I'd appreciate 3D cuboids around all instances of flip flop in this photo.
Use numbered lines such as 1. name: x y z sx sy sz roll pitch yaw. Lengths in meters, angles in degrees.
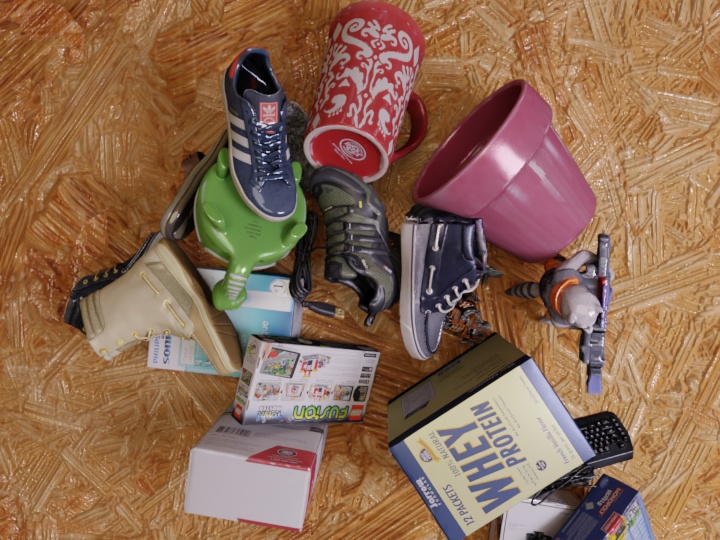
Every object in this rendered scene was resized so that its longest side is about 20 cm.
1. flip flop: -0.222 -0.126 0.735 0.057 0.081 0.200 20 59 9

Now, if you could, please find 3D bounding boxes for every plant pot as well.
1. plant pot: 0.198 -0.113 0.707 0.179 0.200 0.200 38 93 -14

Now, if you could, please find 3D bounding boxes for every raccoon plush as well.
1. raccoon plush: -0.061 -0.150 0.734 0.200 0.134 0.097 40 92 1

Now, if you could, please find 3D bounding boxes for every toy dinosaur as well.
1. toy dinosaur: 0.116 0.026 0.739 0.136 0.102 0.200 -49 133 8

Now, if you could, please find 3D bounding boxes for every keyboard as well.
1. keyboard: 0.279 0.255 0.747 0.199 0.104 0.040 -17 131 3

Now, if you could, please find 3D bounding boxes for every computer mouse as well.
1. computer mouse: 0.000 0.000 0.738 0.199 0.046 0.141 14 75 -18

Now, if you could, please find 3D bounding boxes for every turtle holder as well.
1. turtle holder: -0.141 -0.052 0.694 0.141 0.132 0.186 -14 78 -30

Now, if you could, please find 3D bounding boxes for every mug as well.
1. mug: 0.022 -0.216 0.695 0.177 0.133 0.201 20 62 -13

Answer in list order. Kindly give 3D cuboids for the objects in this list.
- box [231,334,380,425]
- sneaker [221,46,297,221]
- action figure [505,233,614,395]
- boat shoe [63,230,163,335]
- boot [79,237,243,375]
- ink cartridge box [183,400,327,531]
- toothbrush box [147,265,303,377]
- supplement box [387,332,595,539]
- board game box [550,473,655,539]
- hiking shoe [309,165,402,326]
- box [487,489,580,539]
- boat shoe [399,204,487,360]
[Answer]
1. box: -0.068 0.151 0.731 0.200 0.035 0.110 13 93 -40
2. sneaker: -0.111 -0.158 0.615 0.075 0.084 0.201 -15 86 -31
3. action figure: 0.259 0.054 0.695 0.104 0.193 0.201 0 92 4
4. boat shoe: -0.355 0.014 0.784 0.091 0.071 0.201 30 95 -3
5. boot: -0.258 0.079 0.694 0.155 0.073 0.200 -35 83 0
6. ink cartridge box: -0.126 0.245 0.717 0.146 0.200 0.083 9 95 3
7. toothbrush box: -0.188 0.071 0.772 0.199 0.085 0.147 7 91 4
8. supplement box: 0.151 0.201 0.701 0.200 0.200 0.134 -34 90 3
9. board game box: 0.334 0.421 0.724 0.200 0.062 0.200 -43 109 -15
10. hiking shoe: -0.010 -0.034 0.663 0.076 0.101 0.200 -25 101 45
11. box: 0.244 0.416 0.773 0.116 0.060 0.201 7 92 2
12. boat shoe: 0.103 0.023 0.655 0.092 0.075 0.201 7 113 31
